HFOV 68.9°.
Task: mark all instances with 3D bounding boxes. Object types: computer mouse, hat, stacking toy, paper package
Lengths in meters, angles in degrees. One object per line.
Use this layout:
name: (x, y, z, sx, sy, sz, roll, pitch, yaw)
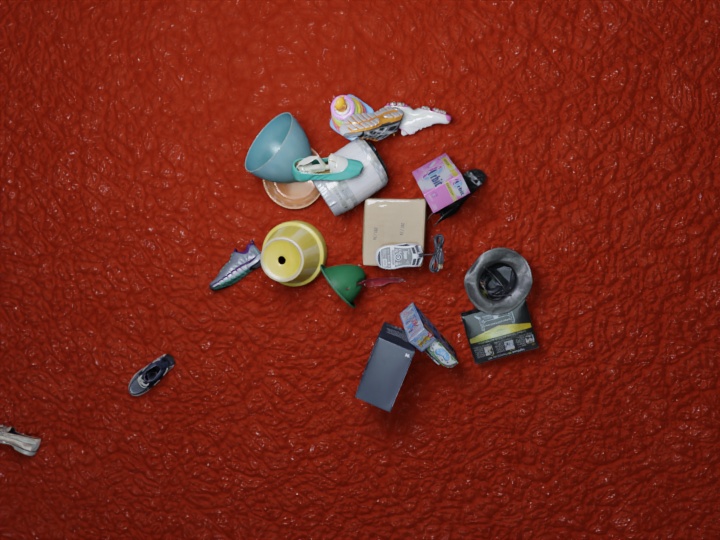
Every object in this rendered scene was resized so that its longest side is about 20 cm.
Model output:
computer mouse: (0.140, -0.047, 1.505, 0.198, 0.044, 0.111, -2, 103, 1)
hat: (0.411, 0.032, 1.564, 0.199, 0.081, 0.203, 1, 92, 15)
stacking toy: (-0.044, -0.452, 1.486, 0.109, 0.200, 0.116, 35, 99, 7)
paper package: (0.101, -0.117, 1.571, 0.189, 0.103, 0.202, 2, 99, 7)
hat: (0.000, 0.000, 1.584, 0.176, 0.200, 0.166, -38, 66, 4)

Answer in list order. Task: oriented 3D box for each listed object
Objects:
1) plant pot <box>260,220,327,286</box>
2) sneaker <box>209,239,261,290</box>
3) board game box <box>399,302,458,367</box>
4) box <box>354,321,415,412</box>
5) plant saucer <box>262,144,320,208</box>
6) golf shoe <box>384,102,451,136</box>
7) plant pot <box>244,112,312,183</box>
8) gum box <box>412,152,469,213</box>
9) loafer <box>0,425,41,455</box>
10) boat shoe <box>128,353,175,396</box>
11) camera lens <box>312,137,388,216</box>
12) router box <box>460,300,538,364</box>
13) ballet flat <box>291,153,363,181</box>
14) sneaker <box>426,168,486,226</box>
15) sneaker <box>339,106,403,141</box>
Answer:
plant pot: (-0.213, -0.044, 1.576, 0.199, 0.189, 0.203, 1, 99, 8)
sneaker: (-0.404, -0.015, 1.672, 0.199, 0.074, 0.088, -31, 80, 1)
board game box: (0.200, 0.204, 1.556, 0.062, 0.200, 0.200, -42, 91, 10)
box: (0.080, 0.283, 1.582, 0.117, 0.200, 0.198, 22, 100, 3)
plant saucer: (-0.202, -0.291, 1.616, 0.198, 0.037, 0.202, 1, 98, 7)
golf shoe: (0.165, -0.438, 1.539, 0.198, 0.075, 0.092, 11, 110, 12)
plant pot: (-0.218, -0.331, 1.515, 0.200, 0.200, 0.134, -46, 127, 11)
gum box: (0.224, -0.254, 1.493, 0.113, 0.200, 0.066, -29, 118, 10)
loafer: (-1.230, 0.583, 1.859, 0.199, 0.072, 0.063, 29, 84, -4)
boat shoe: (-0.714, 0.357, 1.743, 0.200, 0.093, 0.075, -42, 92, 10)
camera lens: (-0.030, -0.273, 1.523, 0.199, 0.160, 0.161, -34, 93, 0)
router box: (0.422, 0.181, 1.600, 0.198, 0.052, 0.159, -16, 97, 9)
ballet flat: (-0.094, -0.279, 1.414, 0.198, 0.071, 0.068, -4, 64, 12)
sneaker: (0.284, -0.216, 1.551, 0.060, 0.104, 0.200, 44, 64, 10)
sneaker: (0.033, -0.397, 1.470, 0.199, 0.078, 0.078, -18, 141, -22)
